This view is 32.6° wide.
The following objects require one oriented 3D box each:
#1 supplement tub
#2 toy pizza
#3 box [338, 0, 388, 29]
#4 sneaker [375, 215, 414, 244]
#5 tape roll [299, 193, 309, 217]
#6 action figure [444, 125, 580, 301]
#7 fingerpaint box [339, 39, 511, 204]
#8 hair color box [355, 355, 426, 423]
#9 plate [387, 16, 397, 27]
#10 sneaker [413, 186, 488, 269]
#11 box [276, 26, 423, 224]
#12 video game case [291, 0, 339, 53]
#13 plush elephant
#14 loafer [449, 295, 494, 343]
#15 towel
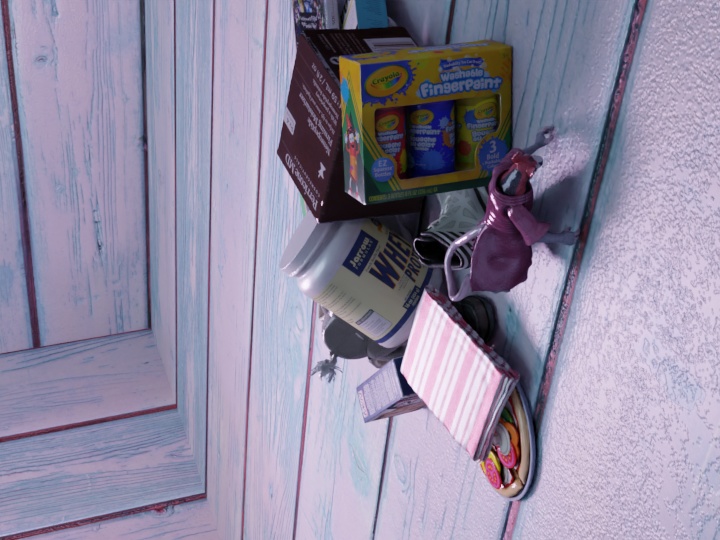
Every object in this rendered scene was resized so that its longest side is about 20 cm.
[{"bbox_3d":[0.000,0.000,1.733,0.146,0.199,0.145,-52,14,19],"label":"supplement tub"},{"bbox_3d":[0.174,0.207,1.635,0.200,0.031,0.203,171,90,-72],"label":"toy pizza"},{"bbox_3d":[0.002,-0.373,1.776,0.083,0.048,0.202,112,158,-50],"label":"box"},{"bbox_3d":[0.031,-0.054,1.832,0.075,0.081,0.202,-124,15,-50],"label":"sneaker"},{"bbox_3d":[-0.056,-0.128,2.144,0.200,0.047,0.204,171,90,-72],"label":"tape roll"},{"bbox_3d":[0.161,-0.072,1.389,0.201,0.147,0.135,85,173,-59],"label":"action figure"},{"bbox_3d":[0.080,-0.180,1.476,0.073,0.197,0.169,-142,47,-62],"label":"fingerpaint box"},{"bbox_3d":[0.070,0.170,1.822,0.200,0.099,0.061,133,124,-67],"label":"hair color box"},{"bbox_3d":[0.049,-0.236,1.803,0.200,0.032,0.202,125,132,-64],"label":"plate"},{"bbox_3d":[0.111,-0.067,1.566,0.201,0.114,0.077,-124,31,-53],"label":"sneaker"},{"bbox_3d":[0.003,-0.197,1.659,0.167,0.162,0.202,58,144,40],"label":"box"},{"bbox_3d":[-0.064,-0.327,1.877,0.200,0.023,0.185,-146,50,-69],"label":"video game case"},{"bbox_3d":[0.006,0.074,1.927,0.200,0.164,0.155,-49,4,26],"label":"plush elephant"},{"bbox_3d":[0.120,0.079,1.688,0.200,0.062,0.073,156,103,-71],"label":"loafer"},{"bbox_3d":[0.125,0.134,1.623,0.200,0.030,0.148,49,134,40],"label":"towel"}]
